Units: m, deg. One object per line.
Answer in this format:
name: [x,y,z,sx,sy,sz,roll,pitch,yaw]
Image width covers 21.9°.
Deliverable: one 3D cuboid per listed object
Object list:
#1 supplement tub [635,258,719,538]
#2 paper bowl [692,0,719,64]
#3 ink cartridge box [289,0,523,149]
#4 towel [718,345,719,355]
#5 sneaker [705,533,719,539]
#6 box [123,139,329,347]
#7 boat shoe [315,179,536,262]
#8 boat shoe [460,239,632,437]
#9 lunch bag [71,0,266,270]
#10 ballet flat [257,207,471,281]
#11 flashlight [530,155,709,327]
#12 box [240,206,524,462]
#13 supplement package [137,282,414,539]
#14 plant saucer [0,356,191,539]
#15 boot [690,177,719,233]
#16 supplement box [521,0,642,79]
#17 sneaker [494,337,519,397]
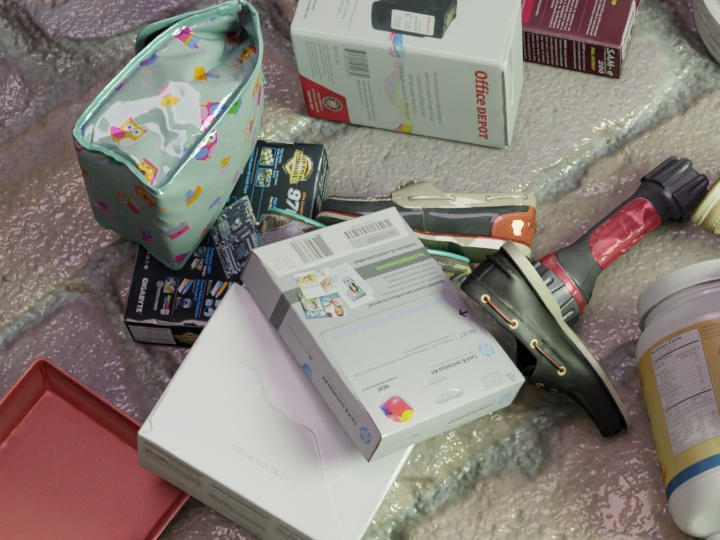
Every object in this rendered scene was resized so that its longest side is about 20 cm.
supplement tub: [0.308,0.106,1.532,0.144,0.145,0.201,-10,62,2]
paper bowl: [0.413,-0.272,1.733,0.200,0.104,0.202,-2,63,4]
ink cartridge box: [0.047,-0.196,1.715,0.199,0.146,0.083,10,63,11]
towel: [0.359,0.091,1.462,0.200,0.023,0.144,47,39,-15]
sneaker: [0.385,0.260,1.493,0.199,0.074,0.116,-10,65,11]
box: [-0.121,-0.027,1.706,0.158,0.046,0.201,4,64,9]
boat shoe: [0.060,-0.050,1.679,0.199,0.071,0.063,7,76,5]
boat shoe: [0.158,0.068,1.570,0.063,0.202,0.074,-39,21,-2]
lunch bag: [-0.153,-0.131,1.640,0.122,0.171,0.200,30,70,13]
ballet flat: [0.000,0.000,1.649,0.199,0.072,0.072,14,63,-16]
flashlight: [0.225,-0.024,1.651,0.200,0.068,0.068,-38,64,-11]
box: [0.018,0.048,1.530,0.155,0.041,0.200,-18,59,-35]
supplement package: [-0.063,0.137,1.557,0.199,0.111,0.156,30,70,4]
plant saucer: [-0.265,0.204,1.613,0.200,0.037,0.200,32,71,19]
boot: [0.383,-0.026,1.587,0.200,0.072,0.155,-11,56,-48]
supplement box: [0.165,-0.260,1.779,0.199,0.061,0.109,13,67,14]
sneaker: [0.042,0.073,1.629,0.199,0.080,0.072,23,61,-5]
